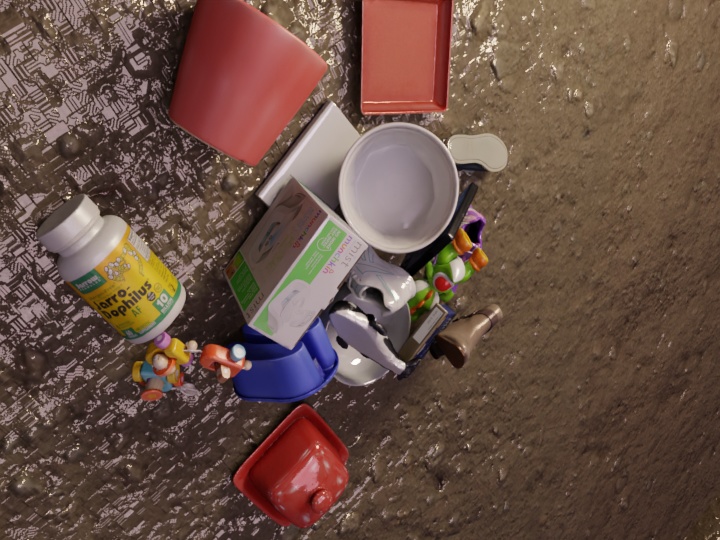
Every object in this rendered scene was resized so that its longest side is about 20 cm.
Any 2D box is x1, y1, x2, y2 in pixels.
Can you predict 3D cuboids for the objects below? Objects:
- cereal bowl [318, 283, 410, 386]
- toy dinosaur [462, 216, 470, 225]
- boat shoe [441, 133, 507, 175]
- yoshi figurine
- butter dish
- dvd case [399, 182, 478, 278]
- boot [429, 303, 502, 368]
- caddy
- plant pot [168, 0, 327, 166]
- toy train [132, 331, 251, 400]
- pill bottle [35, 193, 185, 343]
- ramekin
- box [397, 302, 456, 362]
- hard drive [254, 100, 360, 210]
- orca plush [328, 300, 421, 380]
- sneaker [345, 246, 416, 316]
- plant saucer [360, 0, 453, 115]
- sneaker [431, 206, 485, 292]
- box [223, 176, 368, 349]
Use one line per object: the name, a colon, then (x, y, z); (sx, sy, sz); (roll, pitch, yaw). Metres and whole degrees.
cereal bowl: (-0.004, 0.108, 1.127); (0.195, 0.083, 0.207); (-11, 111, -31)
toy dinosaur: (0.108, -0.137, 1.136); (0.193, 0.107, 0.186); (3, 128, -3)
boat shoe: (0.217, -0.227, 1.180); (0.196, 0.061, 0.078); (-11, 96, -40)
yoshi figurine: (0.152, 0.013, 1.179); (0.200, 0.113, 0.111); (-44, 150, 15)
butter dish: (-0.101, 0.394, 1.115); (0.199, 0.147, 0.202); (-44, 124, -15)
dvd case: (0.125, -0.053, 1.050); (0.017, 0.200, 0.144); (36, 51, -6)
boot: (0.209, 0.115, 1.131); (0.144, 0.200, 0.071); (-32, 91, -12)
caddy: (-0.131, 0.151, 0.990); (0.142, 0.194, 0.108); (-53, 132, -51)
plant pot: (-0.169, -0.261, 0.840); (0.197, 0.200, 0.181); (24, 101, -37)
toy train: (-0.264, 0.162, 0.908); (0.148, 0.199, 0.057); (28, 46, -29)
pill bottle: (-0.347, -0.003, 0.838); (0.113, 0.112, 0.202); (-43, 124, -14)
ramekin: (0.059, -0.136, 0.992); (0.193, 0.105, 0.208); (0, 97, -1)
box: (0.137, 0.122, 1.179); (0.122, 0.032, 0.200); (-53, 166, 6)
hard drive: (-0.074, -0.166, 1.026); (0.202, 0.025, 0.132); (-53, 126, -8)
orca plush: (0.027, 0.105, 1.052); (0.197, 0.105, 0.072); (31, 47, -14)
sneaker: (0.000, 0.000, 1.033); (0.080, 0.198, 0.071); (-43, 159, -38)
plant saucer: (0.075, -0.383, 1.051); (0.195, 0.036, 0.207); (-11, 112, -31)
sneaker: (0.202, -0.037, 1.219); (0.079, 0.088, 0.206); (8, 102, -36)
box: (-0.106, -0.014, 0.939); (0.096, 0.177, 0.202); (34, 98, -35)
